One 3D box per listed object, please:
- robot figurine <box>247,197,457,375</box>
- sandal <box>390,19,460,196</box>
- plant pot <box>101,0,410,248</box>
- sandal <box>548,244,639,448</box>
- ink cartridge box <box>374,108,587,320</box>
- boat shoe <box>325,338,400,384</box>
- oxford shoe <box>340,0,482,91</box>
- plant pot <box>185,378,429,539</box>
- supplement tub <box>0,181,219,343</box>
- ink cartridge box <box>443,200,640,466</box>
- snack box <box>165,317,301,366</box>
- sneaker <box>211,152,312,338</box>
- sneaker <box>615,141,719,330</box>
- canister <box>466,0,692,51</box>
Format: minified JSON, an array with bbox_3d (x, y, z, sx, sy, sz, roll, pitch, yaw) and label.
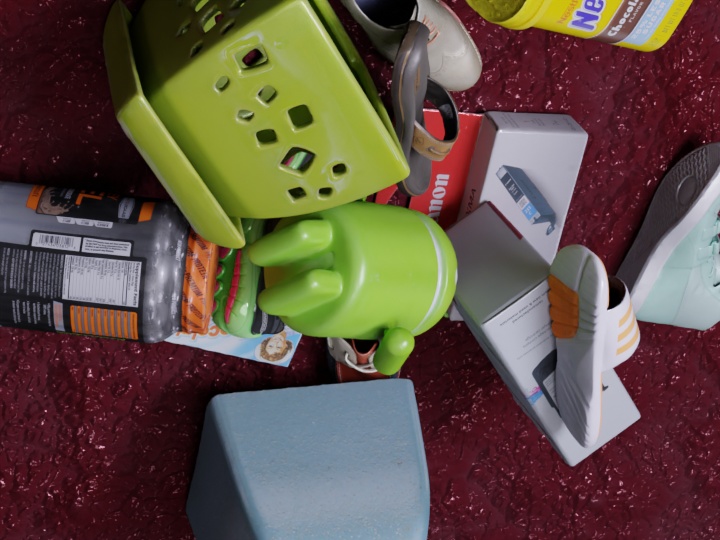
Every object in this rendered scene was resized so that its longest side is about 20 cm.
[{"bbox_3d":[0.000,0.000,1.727,0.116,0.176,0.200,-26,160,39],"label":"robot figurine"},{"bbox_3d":[0.058,-0.133,1.738,0.054,0.082,0.200,8,141,7],"label":"sandal"},{"bbox_3d":[-0.096,-0.151,1.659,0.181,0.200,0.199,-29,125,8],"label":"plant pot"},{"bbox_3d":[0.202,0.058,1.733,0.059,0.079,0.207,-18,131,-18],"label":"sandal"},{"bbox_3d":[0.100,-0.049,1.874,0.176,0.045,0.200,1,119,-21],"label":"ink cartridge box"},{"bbox_3d":[0.003,0.055,1.881,0.071,0.063,0.200,2,119,1],"label":"boat shoe"},{"bbox_3d":[0.037,-0.208,1.739,0.200,0.074,0.071,36,102,-33],"label":"oxford shoe"},{"bbox_3d":[-0.038,0.242,1.869,0.195,0.200,0.197,-4,141,-16],"label":"plant pot"},{"bbox_3d":[-0.222,-0.005,1.706,0.200,0.123,0.123,7,119,0],"label":"supplement tub"},{"bbox_3d":[0.153,0.057,1.842,0.083,0.146,0.200,-36,126,-2],"label":"ink cartridge box"},{"bbox_3d":[-0.137,0.012,1.830,0.200,0.037,0.116,13,113,-26],"label":"snack box"},{"bbox_3d":[-0.074,-0.036,1.783,0.084,0.077,0.200,21,86,-42],"label":"sneaker"},{"bbox_3d":[0.333,-0.030,1.948,0.118,0.074,0.201,15,123,-19],"label":"sneaker"},{"bbox_3d":[0.199,-0.265,1.724,0.200,0.087,0.149,5,122,-44],"label":"canister"}]
